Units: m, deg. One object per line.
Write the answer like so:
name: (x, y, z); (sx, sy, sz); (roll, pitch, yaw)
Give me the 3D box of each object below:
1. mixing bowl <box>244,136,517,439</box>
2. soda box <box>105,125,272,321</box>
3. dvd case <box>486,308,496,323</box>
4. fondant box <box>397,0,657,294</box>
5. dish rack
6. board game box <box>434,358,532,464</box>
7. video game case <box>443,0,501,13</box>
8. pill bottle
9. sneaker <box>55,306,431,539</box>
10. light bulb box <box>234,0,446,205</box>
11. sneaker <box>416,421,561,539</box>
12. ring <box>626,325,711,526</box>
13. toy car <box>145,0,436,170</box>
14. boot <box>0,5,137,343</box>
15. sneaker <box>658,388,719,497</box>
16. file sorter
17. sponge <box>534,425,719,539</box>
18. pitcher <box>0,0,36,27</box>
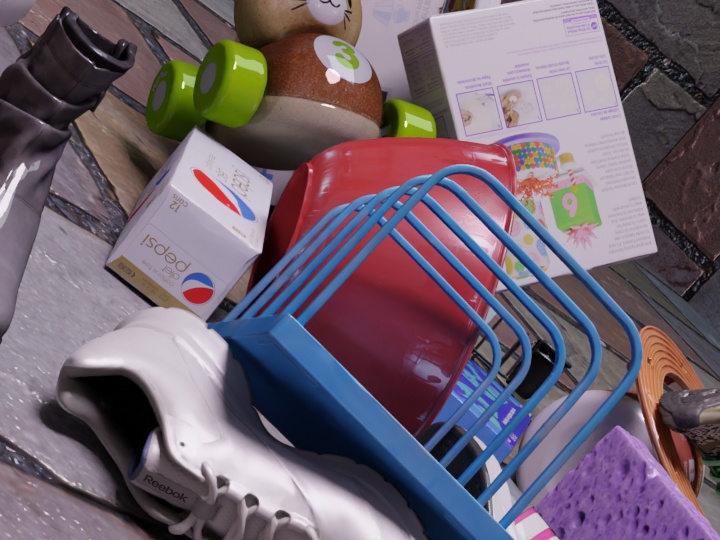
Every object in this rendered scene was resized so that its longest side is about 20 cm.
mixing bowl: (0.000, 0.000, 1.042); (0.108, 0.200, 0.200); (21, 15, -13)
soda box: (-0.101, -0.030, 1.089); (0.068, 0.064, 0.200); (38, 10, -9)
dvd case: (0.028, 0.007, 1.317); (0.146, 0.022, 0.200); (42, -14, 4)
fondant box: (0.121, -0.092, 1.286); (0.058, 0.144, 0.200); (-18, -94, 63)
dish rack: (0.080, 0.030, 1.465); (0.200, 0.055, 0.153); (42, 0, 4)
board game box: (0.026, 0.059, 1.230); (0.200, 0.045, 0.152); (41, 10, 5)
video game case: (0.052, -0.121, 1.407); (0.023, 0.200, 0.182); (10, 3, -19)
pill bottle: (0.189, 0.142, 1.292); (0.112, 0.112, 0.200); (44, 11, 16)
sneaker: (-0.054, 0.098, 0.764); (0.200, 0.075, 0.087); (37, 21, 16)
light bulb box: (-0.030, -0.162, 1.426); (0.125, 0.199, 0.200); (10, 17, -14)
sneaker: (0.100, 0.168, 0.933); (0.121, 0.084, 0.200); (27, 25, -37)
ring: (0.223, 0.132, 1.186); (0.200, 0.019, 0.201); (50, 25, -34)
toy car: (-0.036, -0.174, 1.243); (0.164, 0.200, 0.158); (16, -11, -28)
boot: (-0.154, -0.052, 0.793); (0.070, 0.132, 0.200); (37, 11, -25)
sneaker: (0.254, 0.127, 1.158); (0.200, 0.077, 0.089); (25, 62, -53)
file sorter: (0.023, 0.038, 0.845); (0.139, 0.123, 0.200); (45, -12, -9)
sponge: (0.162, 0.187, 1.010); (0.030, 0.112, 0.200); (36, 12, -38)
pitcher: (-0.299, -0.229, 1.097); (0.200, 0.121, 0.172); (21, 4, -32)
